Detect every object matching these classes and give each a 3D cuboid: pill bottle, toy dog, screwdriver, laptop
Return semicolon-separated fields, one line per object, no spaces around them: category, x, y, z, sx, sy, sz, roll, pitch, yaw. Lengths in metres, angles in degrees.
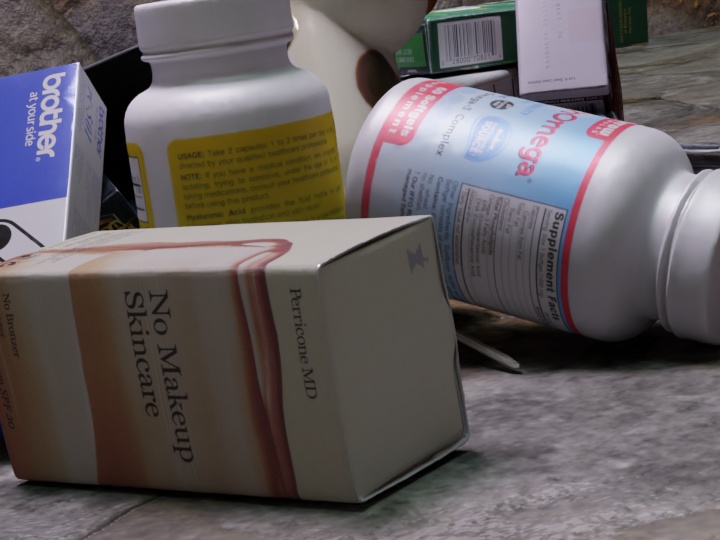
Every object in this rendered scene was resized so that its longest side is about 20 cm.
pill bottle;-0.064;-0.044;0.941;0.110;0.202;0.111;-8;10;1
toy dog;-0.021;-0.130;1.149;0.139;0.202;0.193;16;-8;-37
screwdriver;0.021;0.021;0.954;0.029;0.028;0.200;-27;30;-18
laptop;-0.152;-0.144;1.213;0.102;0.202;0.177;11;-19;14
pill bottle;0.099;-0.027;0.908;0.199;0.110;0.108;15;20;29

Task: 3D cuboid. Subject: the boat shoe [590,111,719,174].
boat shoe;0.148;-0.069;1.146;0.198;0.068;0.072;8;0;1

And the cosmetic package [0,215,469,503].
cosmetic package;-0.063;0.036;0.774;0.199;0.104;0.087;-3;12;37

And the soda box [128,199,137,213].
soda box;-0.177;-0.003;1.197;0.064;0.069;0.199;-1;12;44

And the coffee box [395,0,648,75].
coffee box;0.105;-0.180;1.355;0.198;0.044;0.123;-12;11;-29

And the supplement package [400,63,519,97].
supplement package;0.057;-0.083;1.313;0.116;0.119;0.200;-3;10;25

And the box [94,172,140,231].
box;-0.215;-0.011;1.038;0.158;0.046;0.200;-37;28;-6

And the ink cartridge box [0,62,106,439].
ink cartridge box;-0.185;-0.009;0.922;0.093;0.201;0.044;-10;-35;12

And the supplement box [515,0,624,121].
supplement box;0.148;-0.124;1.237;0.060;0.110;0.200;-5;-22;10
